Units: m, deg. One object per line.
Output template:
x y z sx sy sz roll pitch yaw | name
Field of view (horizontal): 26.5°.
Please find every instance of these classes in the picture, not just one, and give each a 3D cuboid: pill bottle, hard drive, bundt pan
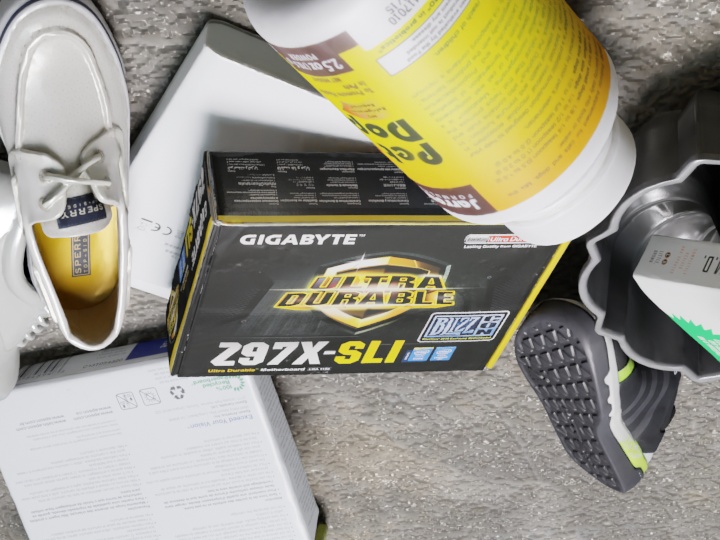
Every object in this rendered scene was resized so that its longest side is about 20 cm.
0.045 -0.096 0.703 0.109 0.110 0.200 -24 135 30 | pill bottle
-0.065 -0.044 0.846 0.131 0.026 0.200 20 139 -20 | hard drive
0.212 -0.027 0.808 0.199 0.076 0.203 2 143 1 | bundt pan

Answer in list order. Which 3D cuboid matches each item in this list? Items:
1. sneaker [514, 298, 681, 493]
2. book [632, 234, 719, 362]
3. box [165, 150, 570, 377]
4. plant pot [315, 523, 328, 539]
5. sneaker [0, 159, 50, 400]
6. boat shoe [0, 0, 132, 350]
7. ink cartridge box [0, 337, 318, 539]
0.151 0.059 0.933 0.071 0.083 0.200 34 164 31 | sneaker
0.242 0.035 0.718 0.133 0.048 0.199 37 165 -35 | book
0.000 0.000 0.843 0.198 0.050 0.160 0 149 -17 | box
-0.137 0.261 1.129 0.182 0.202 0.201 16 142 2 | plant pot
-0.206 0.015 0.891 0.070 0.074 0.201 10 141 1 | sneaker
-0.146 -0.046 0.777 0.070 0.070 0.202 -10 128 -18 | boat shoe
-0.133 0.144 1.011 0.194 0.043 0.202 -11 112 17 | ink cartridge box
